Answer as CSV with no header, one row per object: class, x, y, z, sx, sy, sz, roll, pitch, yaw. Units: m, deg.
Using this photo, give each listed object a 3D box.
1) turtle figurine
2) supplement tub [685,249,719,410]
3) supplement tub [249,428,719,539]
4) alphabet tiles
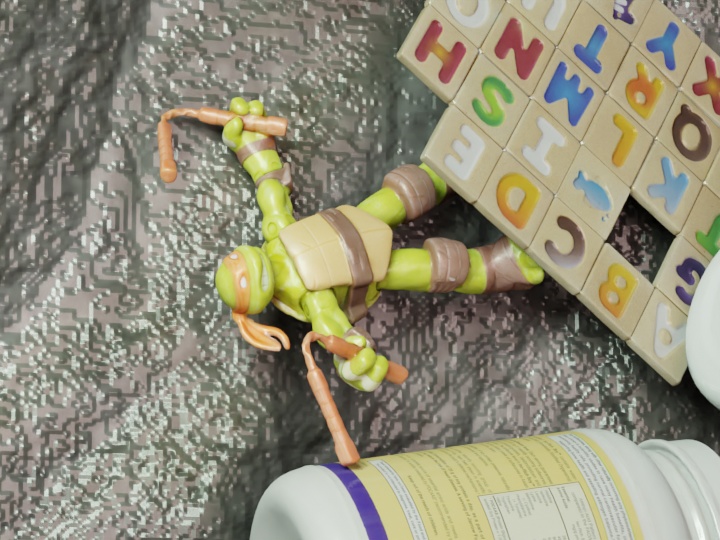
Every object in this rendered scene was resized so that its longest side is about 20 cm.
turtle figurine,0.000,0.000,1.329,0.160,0.065,0.201,-14,56,-25
supplement tub,0.255,0.057,1.365,0.200,0.122,0.123,37,72,-29
supplement tub,0.063,0.147,1.292,0.199,0.145,0.147,-6,84,-18
alphabet tiles,0.108,-0.070,1.371,0.200,0.008,0.168,41,55,-18
